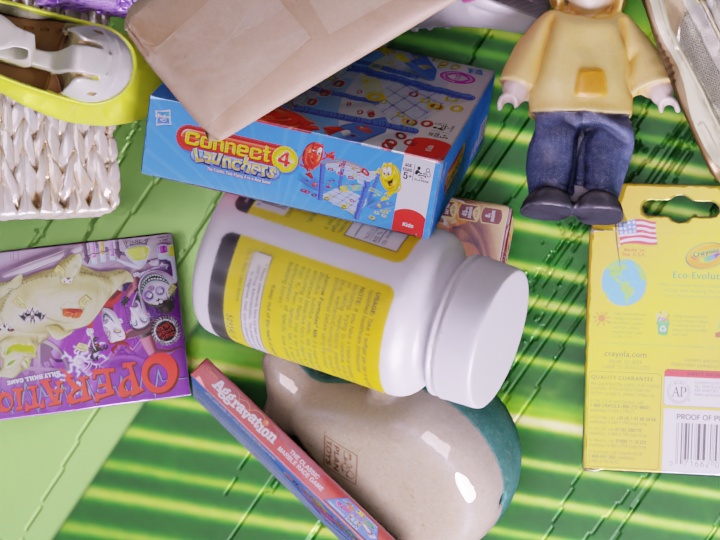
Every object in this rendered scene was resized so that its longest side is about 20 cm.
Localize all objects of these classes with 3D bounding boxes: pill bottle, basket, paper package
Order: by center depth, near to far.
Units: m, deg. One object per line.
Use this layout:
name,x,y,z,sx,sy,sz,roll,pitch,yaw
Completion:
paper package,-0.017,-0.192,1.431,0.200,0.191,0.104,-29,102,26
pill bottle,0.001,0.015,1.504,0.200,0.114,0.115,18,94,20
basket,-0.265,-0.128,1.565,0.160,0.200,0.199,-3,91,-20

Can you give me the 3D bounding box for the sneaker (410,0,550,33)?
sneaker,0.034,-0.200,1.609,0.200,0.071,0.080,15,133,-5

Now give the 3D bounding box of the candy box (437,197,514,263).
candy box,0.000,0.000,1.609,0.199,0.055,0.116,9,78,8

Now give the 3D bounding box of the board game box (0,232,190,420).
board game box,-0.226,0.043,1.636,0.199,0.032,0.120,-7,95,-13

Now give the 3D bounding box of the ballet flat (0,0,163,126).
ballet flat,-0.205,-0.137,1.452,0.200,0.067,0.067,15,81,-26

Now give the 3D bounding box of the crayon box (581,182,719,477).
crayon box,0.220,0.040,1.587,0.127,0.051,0.201,3,93,9

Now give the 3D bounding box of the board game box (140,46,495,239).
board game box,-0.024,-0.101,1.545,0.195,0.200,0.056,13,114,8

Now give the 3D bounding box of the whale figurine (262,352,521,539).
whale figurine,0.024,0.110,1.604,0.200,0.104,0.159,25,134,28

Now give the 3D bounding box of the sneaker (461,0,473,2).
sneaker,0.099,-0.281,1.547,0.088,0.081,0.200,41,62,-24

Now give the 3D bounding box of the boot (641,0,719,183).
boot,0.267,-0.175,1.505,0.154,0.072,0.200,-21,93,11

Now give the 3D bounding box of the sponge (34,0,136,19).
sponge,-0.134,-0.219,1.520,0.030,0.200,0.112,-15,77,43

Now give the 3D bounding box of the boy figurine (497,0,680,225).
boy figurine,0.157,-0.132,1.557,0.124,0.064,0.201,7,80,2

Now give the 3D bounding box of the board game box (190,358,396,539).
board game box,-0.042,0.143,1.606,0.200,0.103,0.019,44,80,5
